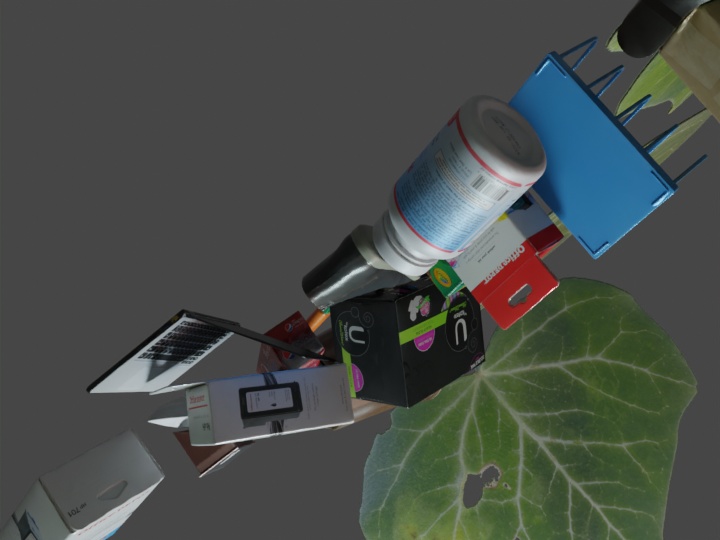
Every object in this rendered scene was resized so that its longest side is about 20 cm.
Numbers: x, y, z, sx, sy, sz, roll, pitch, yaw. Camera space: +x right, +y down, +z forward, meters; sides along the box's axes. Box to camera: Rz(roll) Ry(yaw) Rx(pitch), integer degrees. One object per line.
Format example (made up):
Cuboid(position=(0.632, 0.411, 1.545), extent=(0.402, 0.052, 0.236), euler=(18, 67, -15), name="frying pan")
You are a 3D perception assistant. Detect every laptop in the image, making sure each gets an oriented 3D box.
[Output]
Cuboid(position=(-0.148, 0.111, 0.901), extent=(0.199, 0.116, 0.187), euler=(-38, 168, 2), name="laptop")

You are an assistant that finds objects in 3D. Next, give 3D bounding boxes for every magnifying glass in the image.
Cuboid(position=(-0.039, 0.042, 1.216), extent=(0.079, 0.022, 0.200), euler=(-23, 159, -51), name="magnifying glass")

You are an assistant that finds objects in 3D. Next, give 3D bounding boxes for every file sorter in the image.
Cuboid(position=(0.276, -0.149, 0.981), extent=(0.122, 0.201, 0.139), euler=(-33, 168, -38), name="file sorter")

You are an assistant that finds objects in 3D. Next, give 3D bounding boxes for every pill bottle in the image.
Cuboid(position=(0.099, -0.084, 0.912), extent=(0.108, 0.109, 0.200), euler=(-24, 163, -48), name="pill bottle")

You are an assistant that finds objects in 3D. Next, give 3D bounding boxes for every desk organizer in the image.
Cuboid(position=(-0.227, 0.265, 1.327), extent=(0.071, 0.077, 0.200), euler=(-36, 173, -5), name="desk organizer")

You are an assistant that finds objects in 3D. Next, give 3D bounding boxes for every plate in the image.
Cuboid(position=(-0.175, 0.189, 1.162), extent=(0.197, 0.033, 0.200), euler=(-6, 166, -1), name="plate")

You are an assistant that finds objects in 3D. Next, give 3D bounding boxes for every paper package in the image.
Cuboid(position=(0.582, -0.313, 1.262), extent=(0.190, 0.201, 0.104), euler=(-30, 168, -35), name="paper package")

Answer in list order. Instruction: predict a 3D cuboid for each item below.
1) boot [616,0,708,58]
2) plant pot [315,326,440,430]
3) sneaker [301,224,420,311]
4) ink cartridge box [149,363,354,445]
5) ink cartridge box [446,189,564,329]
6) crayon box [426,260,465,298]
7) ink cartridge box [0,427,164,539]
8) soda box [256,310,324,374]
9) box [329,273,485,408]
Cuboid(position=(0.368, -0.327, 0.931), extent=(0.200, 0.074, 0.076), euler=(-43, -174, 44), name="boot")
Cuboid(position=(0.004, 0.159, 1.415), extent=(0.197, 0.202, 0.201), euler=(-19, 161, -32), name="plant pot")
Cuboid(position=(0.000, 0.000, 1.062), extent=(0.106, 0.075, 0.200), euler=(-35, 161, 15), name="sneaker")
Cuboid(position=(-0.121, 0.150, 0.921), extent=(0.198, 0.069, 0.116), euler=(-4, 170, -24), name="ink cartridge box")
Cuboid(position=(0.158, -0.045, 1.011), extent=(0.067, 0.201, 0.116), euler=(-26, 165, -42), name="ink cartridge box")
Cuboid(position=(0.150, -0.053, 1.163), extent=(0.199, 0.119, 0.058), euler=(-26, 164, -47), name="crayon box")
Cuboid(position=(-0.365, 0.309, 1.092), extent=(0.146, 0.086, 0.200), euler=(-25, 162, -49), name="ink cartridge box")
Cuboid(position=(-0.105, 0.130, 1.223), extent=(0.063, 0.070, 0.200), euler=(-33, 168, -20), name="soda box")
Cuboid(position=(0.069, 0.084, 1.180), extent=(0.123, 0.151, 0.199), euler=(2, -165, 39), name="box")
